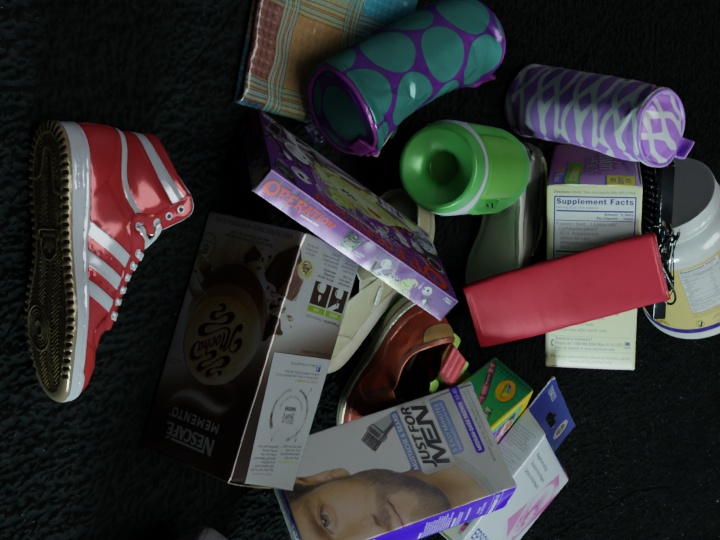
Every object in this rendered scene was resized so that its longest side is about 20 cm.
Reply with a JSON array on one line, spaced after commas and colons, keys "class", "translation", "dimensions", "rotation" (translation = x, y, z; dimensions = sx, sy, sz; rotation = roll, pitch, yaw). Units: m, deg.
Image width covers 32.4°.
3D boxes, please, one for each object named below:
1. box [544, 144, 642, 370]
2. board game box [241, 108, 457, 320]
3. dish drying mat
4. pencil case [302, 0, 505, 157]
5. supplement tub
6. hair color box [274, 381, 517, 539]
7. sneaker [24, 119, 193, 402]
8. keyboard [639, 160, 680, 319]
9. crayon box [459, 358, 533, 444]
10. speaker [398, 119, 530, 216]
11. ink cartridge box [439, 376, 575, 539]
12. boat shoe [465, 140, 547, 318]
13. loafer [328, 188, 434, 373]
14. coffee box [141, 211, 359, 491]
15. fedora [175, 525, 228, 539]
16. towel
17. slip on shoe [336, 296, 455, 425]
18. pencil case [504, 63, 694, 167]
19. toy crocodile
[{"class": "box", "translation": [0.252, -0.019, 1.346], "dimensions": [0.176, 0.096, 0.202], "rotation": [-61, 151, -68]}, {"class": "board game box", "translation": [-0.010, -0.046, 1.022], "dimensions": [0.199, 0.120, 0.032], "rotation": [35, 113, -26]}, {"class": "dish drying mat", "translation": [0.207, 0.021, 1.255], "dimensions": [0.018, 0.198, 0.077], "rotation": [-87, 160, -70]}, {"class": "pencil case", "translation": [0.042, -0.172, 1.086], "dimensions": [0.200, 0.085, 0.093], "rotation": [-36, 109, -37]}, {"class": "supplement tub", "translation": [0.399, -0.027, 1.537], "dimensions": [0.146, 0.145, 0.201], "rotation": [-54, 135, -24]}, {"class": "hair color box", "translation": [0.026, 0.186, 1.112], "dimensions": [0.198, 0.110, 0.065], "rotation": [-18, 155, -12]}, {"class": "sneaker", "translation": [-0.183, -0.007, 0.910], "dimensions": [0.112, 0.071, 0.202], "rotation": [-5, 102, -46]}, {"class": "keyboard", "translation": [0.314, -0.041, 1.366], "dimensions": [0.039, 0.104, 0.201], "rotation": [-11, 120, -9]}, {"class": "crayon box", "translation": [0.081, 0.188, 1.249], "dimensions": [0.200, 0.058, 0.119], "rotation": [-33, 153, -38]}, {"class": "speaker", "translation": [0.102, -0.096, 1.174], "dimensions": [0.200, 0.088, 0.089], "rotation": [-9, 109, -69]}, {"class": "ink cartridge box", "translation": [0.174, 0.229, 1.345], "dimensions": [0.200, 0.043, 0.196], "rotation": [-49, 153, -6]}, {"class": "boat shoe", "translation": [0.158, -0.036, 1.306], "dimensions": [0.060, 0.072, 0.204], "rotation": [4, 94, -45]}, {"class": "loafer", "translation": [0.000, 0.000, 1.125], "dimensions": [0.201, 0.075, 0.068], "rotation": [-58, 143, -20]}, {"class": "coffee box", "translation": [-0.089, 0.065, 1.009], "dimensions": [0.080, 0.112, 0.202], "rotation": [20, 85, -50]}, {"class": "fedora", "translation": [-0.143, 0.277, 0.998], "dimensions": [0.090, 0.177, 0.200], "rotation": [49, 63, -12]}, {"class": "towel", "translation": [-0.023, -0.198, 1.084], "dimensions": [0.199, 0.022, 0.148], "rotation": [7, 95, -50]}, {"class": "slip on shoe", "translation": [0.032, 0.110, 1.161], "dimensions": [0.074, 0.061, 0.201], "rotation": [-8, 137, -38]}, {"class": "pencil case", "translation": [0.237, -0.158, 1.272], "dimensions": [0.084, 0.199, 0.085], "rotation": [-54, 130, -10]}, {"class": "toy crocodile", "translation": [0.065, 0.072, 1.234], "dimensions": [0.068, 0.061, 0.200], "rotation": [-57, 137, -22]}]
